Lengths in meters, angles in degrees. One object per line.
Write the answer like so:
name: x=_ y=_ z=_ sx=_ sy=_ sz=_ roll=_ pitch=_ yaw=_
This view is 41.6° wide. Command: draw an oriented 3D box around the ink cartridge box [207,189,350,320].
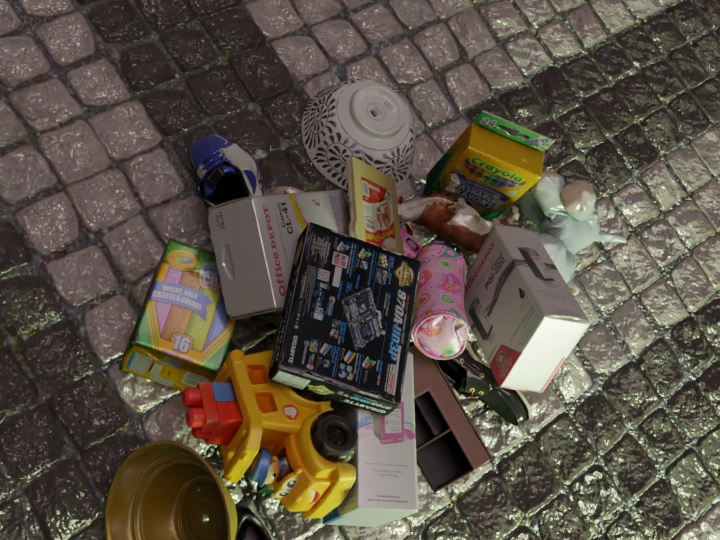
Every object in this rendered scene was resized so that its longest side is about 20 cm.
ink cartridge box: x=-0.094 y=-0.024 z=1.249 sx=0.199 sy=0.085 sz=0.150 roll=-11 pitch=88 yaw=-57

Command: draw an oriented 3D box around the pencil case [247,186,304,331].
pencil case: x=-0.120 y=-0.015 z=1.358 sx=0.077 sy=0.089 sz=0.202 roll=27 pitch=57 yaw=-42

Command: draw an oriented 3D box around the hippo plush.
hippo plush: x=0.301 y=-0.049 z=1.525 sx=0.200 sy=0.158 sz=0.162 roll=43 pitch=71 yaw=-48

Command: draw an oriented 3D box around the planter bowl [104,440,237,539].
planter bowl: x=-0.211 y=0.307 z=1.154 sx=0.083 sy=0.199 sz=0.203 roll=9 pitch=59 yaw=-58

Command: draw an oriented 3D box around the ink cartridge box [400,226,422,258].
ink cartridge box: x=0.000 y=0.000 z=1.424 sx=0.095 sy=0.037 sz=0.200 roll=43 pitch=62 yaw=0

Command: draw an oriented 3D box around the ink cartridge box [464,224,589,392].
ink cartridge box: x=0.230 y=0.053 z=1.381 sx=0.084 sy=0.147 sz=0.201 roll=9 pitch=37 yaw=-24

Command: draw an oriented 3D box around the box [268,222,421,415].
box: x=-0.016 y=0.057 z=1.158 sx=0.157 sy=0.046 sz=0.202 roll=18 pitch=61 yaw=-15

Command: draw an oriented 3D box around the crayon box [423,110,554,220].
crayon box: x=0.194 y=-0.154 z=1.460 sx=0.124 sy=0.200 sz=0.052 roll=20 pitch=62 yaw=-12

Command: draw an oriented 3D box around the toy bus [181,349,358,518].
toy bus: x=-0.119 y=0.194 z=1.138 sx=0.190 sy=0.136 sz=0.201 roll=3 pitch=50 yaw=-35

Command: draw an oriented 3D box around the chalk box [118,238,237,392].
chalk box: x=-0.226 y=0.045 z=1.263 sx=0.122 sy=0.124 sz=0.202 roll=20 pitch=61 yaw=-12

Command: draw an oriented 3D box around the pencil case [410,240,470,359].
pencil case: x=0.116 y=0.040 z=1.374 sx=0.087 sy=0.088 sz=0.201 roll=25 pitch=31 yaw=-10

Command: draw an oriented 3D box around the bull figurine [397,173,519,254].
bull figurine: x=0.147 y=-0.083 z=1.470 sx=0.198 sy=0.121 sz=0.066 roll=21 pitch=59 yaw=-20

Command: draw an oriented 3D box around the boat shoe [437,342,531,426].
boat shoe: x=0.164 y=0.161 z=1.397 sx=0.201 sy=0.074 sz=0.063 roll=43 pitch=59 yaw=6

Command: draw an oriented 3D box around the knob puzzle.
knob puzzle: x=0.016 y=-0.045 z=1.352 sx=0.030 sy=0.220 sz=0.222 roll=-7 pitch=64 yaw=20

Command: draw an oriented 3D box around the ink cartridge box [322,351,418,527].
ink cartridge box: x=0.009 y=0.214 z=1.212 sx=0.084 sy=0.145 sz=0.203 roll=8 pitch=66 yaw=-18

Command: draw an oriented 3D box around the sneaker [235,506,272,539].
sneaker: x=-0.131 y=0.393 z=1.178 sx=0.075 sy=0.079 sz=0.202 roll=-14 pitch=75 yaw=-26

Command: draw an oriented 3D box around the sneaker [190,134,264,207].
sneaker: x=-0.186 y=-0.130 z=1.324 sx=0.080 sy=0.115 sz=0.200 roll=-36 pitch=60 yaw=3

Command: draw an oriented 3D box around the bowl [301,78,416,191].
bowl: x=0.014 y=-0.229 z=1.491 sx=0.198 sy=0.094 sz=0.203 roll=8 pitch=66 yaw=-18

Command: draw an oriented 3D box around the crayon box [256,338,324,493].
crayon box: x=-0.071 y=0.204 z=1.297 sx=0.124 sy=0.052 sz=0.203 roll=10 pitch=66 yaw=-18

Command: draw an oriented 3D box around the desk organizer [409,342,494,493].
desk organizer: x=0.097 y=0.207 z=1.352 sx=0.076 sy=0.072 sz=0.201 roll=-25 pitch=79 yaw=-26
